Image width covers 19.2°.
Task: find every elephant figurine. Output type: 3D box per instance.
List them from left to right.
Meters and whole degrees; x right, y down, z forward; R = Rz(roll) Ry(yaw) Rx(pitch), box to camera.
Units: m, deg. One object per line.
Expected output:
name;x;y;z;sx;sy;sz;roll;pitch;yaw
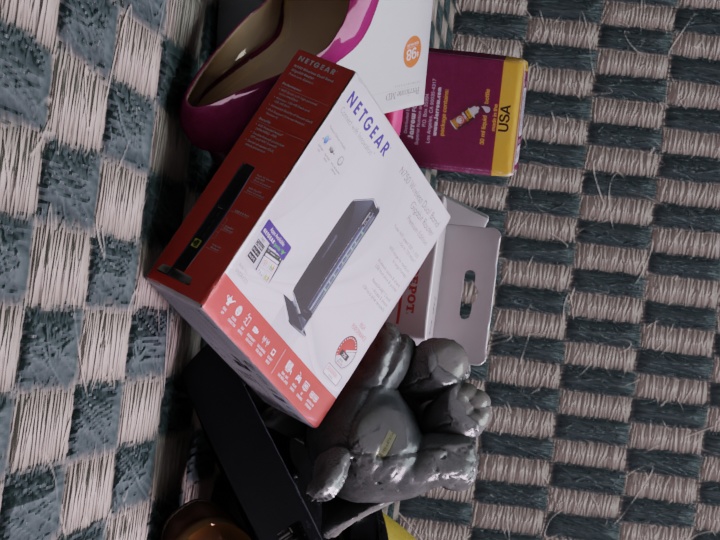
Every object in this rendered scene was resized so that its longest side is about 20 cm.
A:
elephant figurine;0.000;0.127;1.551;0.200;0.155;0.142;-32;-131;59

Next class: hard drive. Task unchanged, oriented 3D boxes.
hard drive;-0.064;0.156;1.463;0.200;0.042;0.135;61;-8;25

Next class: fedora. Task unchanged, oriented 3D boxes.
fedora;-0.056;0.192;1.631;0.201;0.092;0.201;50;23;-31

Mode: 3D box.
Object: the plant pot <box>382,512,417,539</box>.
plant pot;-0.030;0.267;1.793;0.200;0.200;0.142;-74;142;-57

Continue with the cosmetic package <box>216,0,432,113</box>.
cosmetic package;-0.022;-0.182;1.507;0.200;0.052;0.151;-19;120;-52

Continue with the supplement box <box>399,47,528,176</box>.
supplement box;0.040;-0.141;1.818;0.131;0.200;0.103;-38;135;-82

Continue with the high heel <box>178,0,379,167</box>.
high heel;-0.045;-0.158;1.363;0.200;0.067;0.096;-61;164;-11

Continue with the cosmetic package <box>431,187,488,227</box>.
cosmetic package;0.028;-0.024;1.769;0.107;0.090;0.200;-65;-170;3

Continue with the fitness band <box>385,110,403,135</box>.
fitness band;-0.024;-0.135;1.664;0.200;0.037;0.144;16;79;-60

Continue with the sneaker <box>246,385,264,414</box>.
sneaker;-0.062;0.128;1.777;0.200;0.076;0.091;43;64;-77

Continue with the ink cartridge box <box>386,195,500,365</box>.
ink cartridge box;0.000;0.000;1.585;0.068;0.200;0.116;78;19;-72

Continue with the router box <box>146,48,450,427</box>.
router box;-0.035;-0.017;1.389;0.180;0.049;0.200;-57;149;-12

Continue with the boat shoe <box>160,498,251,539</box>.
boat shoe;-0.104;0.218;1.500;0.070;0.070;0.200;54;-14;38
